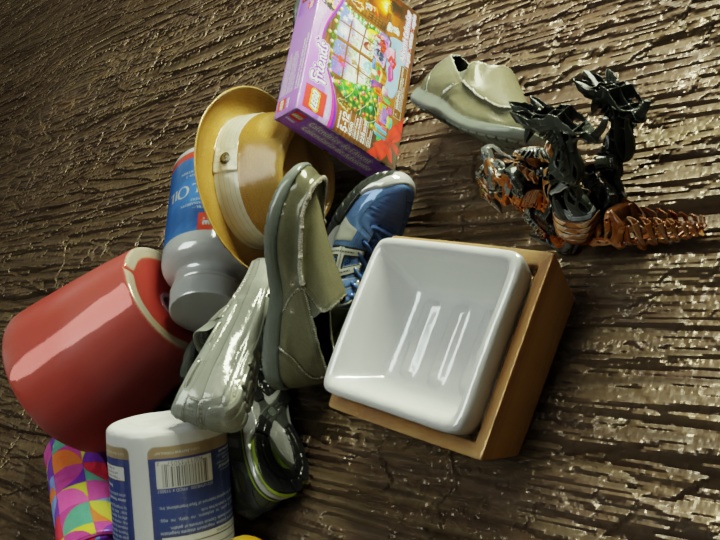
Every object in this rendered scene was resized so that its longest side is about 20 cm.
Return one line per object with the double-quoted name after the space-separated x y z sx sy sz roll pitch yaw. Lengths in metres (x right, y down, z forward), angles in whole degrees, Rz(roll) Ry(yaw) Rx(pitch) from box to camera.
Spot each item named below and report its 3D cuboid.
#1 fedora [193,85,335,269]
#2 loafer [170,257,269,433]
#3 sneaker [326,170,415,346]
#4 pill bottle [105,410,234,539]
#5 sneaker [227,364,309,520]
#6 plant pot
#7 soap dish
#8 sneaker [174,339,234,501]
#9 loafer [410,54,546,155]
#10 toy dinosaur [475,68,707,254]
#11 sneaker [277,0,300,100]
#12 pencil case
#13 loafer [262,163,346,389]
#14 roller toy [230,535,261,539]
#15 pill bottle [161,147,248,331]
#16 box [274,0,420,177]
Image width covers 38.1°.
-0.081 -0.097 1.058 0.081 0.200 0.203 -12 56 34 "fedora"
-0.119 0.060 0.960 0.201 0.069 0.071 -74 -12 -48 "loafer"
0.000 0.000 0.980 0.201 0.075 0.077 -61 39 19 "sneaker"
-0.170 0.235 0.953 0.110 0.110 0.203 -1 93 53 "pill bottle"
-0.109 0.150 1.016 0.081 0.073 0.201 -47 35 27 "sneaker"
-0.277 0.081 1.197 0.177 0.200 0.202 -35 41 19 "plant pot"
0.068 0.058 0.830 0.199 0.081 0.159 9 74 55 "soap dish"
-0.184 0.168 1.096 0.114 0.076 0.201 -31 50 29 "sneaker"
0.109 -0.153 0.927 0.070 0.075 0.200 -61 33 8 "loafer"
0.169 -0.069 0.782 0.198 0.137 0.102 12 33 28 "toy dinosaur"
-0.036 -0.258 1.217 0.081 0.073 0.202 -7 66 32 "sneaker"
-0.313 0.268 1.199 0.089 0.088 0.200 -53 37 14 "pencil case"
-0.041 0.008 0.915 0.069 0.075 0.203 7 104 17 "loafer"
-0.108 0.326 0.828 0.200 0.139 0.184 35 105 62 "roller toy"
-0.167 -0.035 1.183 0.112 0.112 0.202 -34 44 35 "pill bottle"
-0.009 -0.211 1.071 0.039 0.136 0.202 -18 54 45 "box"
